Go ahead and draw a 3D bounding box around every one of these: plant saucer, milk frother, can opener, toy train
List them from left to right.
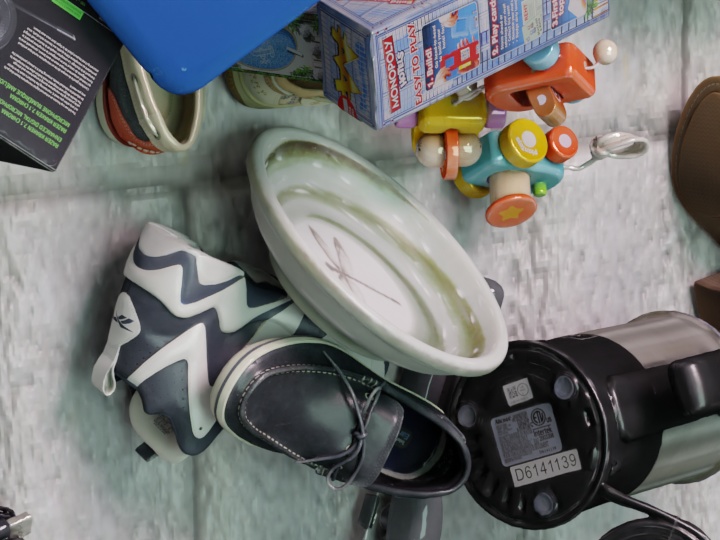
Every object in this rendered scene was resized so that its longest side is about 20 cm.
[{"bbox_3d":[0.000,0.000,1.770,0.200,0.201,0.050,27,117,-34],"label":"plant saucer"},{"bbox_3d":[0.053,0.100,1.869,0.053,0.067,0.201,18,87,-35],"label":"can opener"},{"bbox_3d":[0.104,-0.079,1.808,0.200,0.149,0.056,43,41,-62],"label":"toy train"},{"bbox_3d":[0.179,0.135,1.856,0.188,0.180,0.201,-9,99,-53],"label":"milk frother"}]

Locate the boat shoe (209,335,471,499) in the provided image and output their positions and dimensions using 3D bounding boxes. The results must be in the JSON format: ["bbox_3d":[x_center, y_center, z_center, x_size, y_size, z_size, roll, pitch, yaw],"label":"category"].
[{"bbox_3d":[-0.007,0.091,1.751,0.199,0.062,0.075,24,98,-44],"label":"boat shoe"}]

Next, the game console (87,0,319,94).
[{"bbox_3d":[-0.094,-0.227,1.542,0.170,0.118,0.200,-35,118,8],"label":"game console"}]

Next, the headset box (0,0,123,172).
[{"bbox_3d":[-0.198,-0.156,1.598,0.093,0.174,0.201,33,80,-32],"label":"headset box"}]

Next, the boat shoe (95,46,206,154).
[{"bbox_3d":[-0.122,-0.168,1.715,0.071,0.062,0.201,-5,99,-31],"label":"boat shoe"}]

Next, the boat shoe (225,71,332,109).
[{"bbox_3d":[0.014,-0.132,1.810,0.199,0.063,0.074,-16,105,-32],"label":"boat shoe"}]

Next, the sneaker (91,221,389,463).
[{"bbox_3d":[-0.080,0.064,1.774,0.199,0.079,0.130,26,95,-46],"label":"sneaker"}]

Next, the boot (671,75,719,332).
[{"bbox_3d":[0.297,-0.055,2.001,0.155,0.077,0.201,-21,111,-28],"label":"boot"}]

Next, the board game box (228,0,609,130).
[{"bbox_3d":[0.012,-0.150,1.681,0.200,0.199,0.062,-40,132,-51],"label":"board game box"}]

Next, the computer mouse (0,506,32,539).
[{"bbox_3d":[-0.261,0.096,1.667,0.138,0.053,0.201,-20,108,-29],"label":"computer mouse"}]
